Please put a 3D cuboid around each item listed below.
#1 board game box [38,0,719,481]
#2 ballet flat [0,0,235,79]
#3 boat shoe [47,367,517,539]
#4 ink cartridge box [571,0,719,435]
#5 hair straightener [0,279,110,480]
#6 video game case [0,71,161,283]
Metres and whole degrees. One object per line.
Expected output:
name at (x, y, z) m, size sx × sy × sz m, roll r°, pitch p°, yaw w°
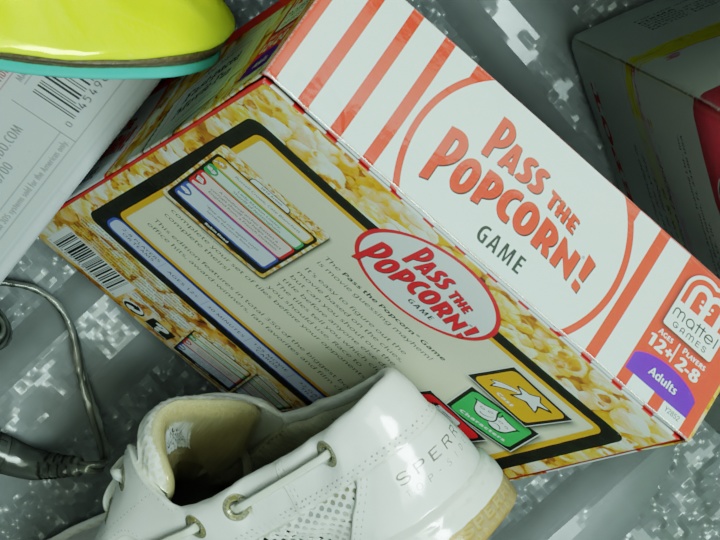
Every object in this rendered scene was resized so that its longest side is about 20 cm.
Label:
board game box at (0.000, 0.000, 0.753) m, size 0.151 × 0.200 × 0.046 m, roll 41°, pitch 66°, yaw -14°
ballet flat at (-0.131, -0.092, 0.683) m, size 0.199 × 0.067 × 0.067 m, roll 4°, pitch 116°, yaw -3°
boat shoe at (-0.043, 0.067, 0.787) m, size 0.199 × 0.071 × 0.069 m, roll -20°, pitch 109°, yaw 41°
ink cartridge box at (0.168, -0.018, 0.766) m, size 0.144 × 0.200 × 0.146 m, roll -22°, pitch 105°, yaw -4°
hair straightener at (-0.164, 0.010, 0.815) m, size 0.199 × 0.041 × 0.077 m, roll 26°, pitch 99°, yaw -12°
video game case at (-0.158, -0.071, 0.741) m, size 0.182 × 0.022 × 0.200 m, roll 34°, pitch 112°, yaw -19°
